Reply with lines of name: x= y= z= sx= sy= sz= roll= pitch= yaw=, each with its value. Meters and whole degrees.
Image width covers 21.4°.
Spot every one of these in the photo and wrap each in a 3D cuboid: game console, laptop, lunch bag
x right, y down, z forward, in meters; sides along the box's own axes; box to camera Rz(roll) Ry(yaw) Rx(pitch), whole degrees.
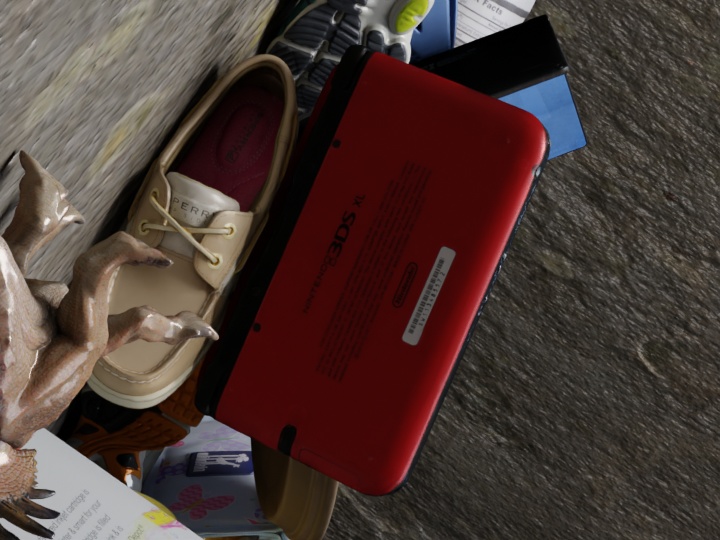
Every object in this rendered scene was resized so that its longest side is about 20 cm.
game console: x=0.000 y=-0.002 z=0.985 sx=0.202 sy=0.171 sz=0.119 roll=-66 pitch=158 yaw=0
laptop: x=0.051 y=-0.071 z=1.198 sx=0.186 sy=0.117 sz=0.200 roll=-20 pitch=-161 yaw=7
lunch bag: x=-0.115 y=0.185 z=1.286 sx=0.199 sy=0.128 sz=0.170 roll=-32 pitch=-163 yaw=18

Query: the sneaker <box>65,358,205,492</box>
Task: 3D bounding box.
sneaker: x=-0.137 y=0.075 z=1.190 sx=0.200 sy=0.075 sz=0.092 roll=-52 pitch=-170 yaw=38

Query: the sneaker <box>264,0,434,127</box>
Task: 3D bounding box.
sneaker: x=0.005 y=-0.159 z=1.083 sx=0.200 sy=0.077 sz=0.080 roll=-52 pitch=-158 yaw=38

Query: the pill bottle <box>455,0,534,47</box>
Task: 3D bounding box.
pill bottle: x=0.055 y=-0.181 z=1.337 sx=0.201 sy=0.110 sz=0.111 roll=-59 pitch=177 yaw=11

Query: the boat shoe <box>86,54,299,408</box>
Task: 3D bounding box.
boat shoe: x=-0.086 y=-0.028 z=0.961 sx=0.069 sy=0.073 sz=0.201 roll=111 pitch=1 yaw=-62

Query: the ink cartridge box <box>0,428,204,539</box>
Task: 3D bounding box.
ink cartridge box: x=-0.129 y=0.165 z=0.860 sx=0.083 sy=0.199 sz=0.146 roll=-56 pitch=178 yaw=21

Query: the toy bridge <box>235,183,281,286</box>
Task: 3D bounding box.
toy bridge: x=-0.043 y=-0.020 z=1.085 sx=0.199 sy=0.027 sz=0.068 roll=-26 pitch=-131 yaw=41

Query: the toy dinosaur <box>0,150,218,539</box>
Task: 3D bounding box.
toy dinosaur: x=-0.133 y=0.040 z=0.719 sx=0.136 sy=0.086 sz=0.200 roll=-51 pitch=170 yaw=-10

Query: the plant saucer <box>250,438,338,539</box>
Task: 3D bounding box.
plant saucer: x=-0.041 y=0.066 z=1.147 sx=0.200 sy=0.029 sz=0.202 roll=-179 pitch=-90 yaw=-78

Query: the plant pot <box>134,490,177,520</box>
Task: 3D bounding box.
plant pot: x=-0.164 y=0.207 z=1.095 sx=0.200 sy=0.198 sz=0.143 roll=117 pitch=-19 yaw=-55

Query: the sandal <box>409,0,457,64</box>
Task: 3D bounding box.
sandal: x=0.027 y=-0.162 z=1.221 sx=0.200 sy=0.087 sz=0.080 roll=-51 pitch=180 yaw=20
